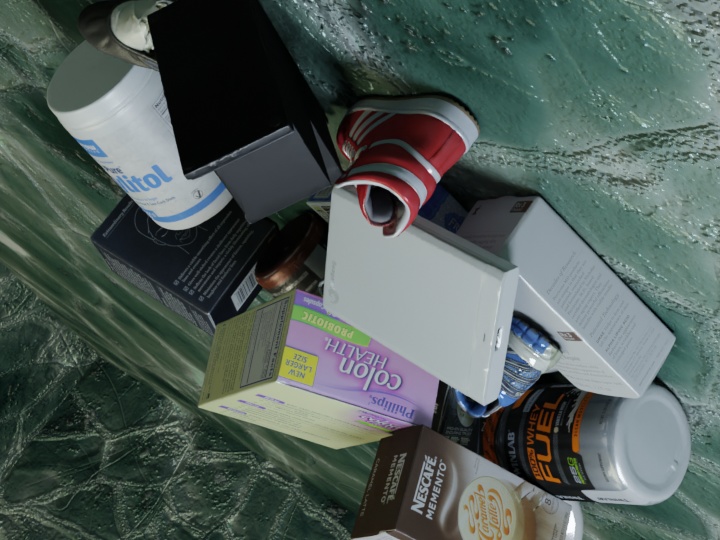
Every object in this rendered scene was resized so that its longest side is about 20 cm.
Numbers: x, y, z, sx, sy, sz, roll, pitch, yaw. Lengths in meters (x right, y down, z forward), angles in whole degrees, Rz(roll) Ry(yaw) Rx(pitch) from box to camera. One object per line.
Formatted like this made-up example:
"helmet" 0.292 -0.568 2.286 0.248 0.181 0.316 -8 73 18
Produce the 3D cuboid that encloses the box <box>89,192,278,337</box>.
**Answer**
"box" -0.223 -0.029 1.675 0.199 0.149 0.107 32 163 17

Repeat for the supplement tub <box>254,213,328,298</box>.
"supplement tub" -0.022 0.032 1.514 0.200 0.107 0.107 42 163 -20

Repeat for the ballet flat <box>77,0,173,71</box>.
"ballet flat" -0.177 -0.220 1.219 0.199 0.068 0.068 25 153 3

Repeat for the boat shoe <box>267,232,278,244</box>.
"boat shoe" -0.042 0.023 1.615 0.203 0.075 0.075 51 173 -26

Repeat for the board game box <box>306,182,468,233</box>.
"board game box" 0.067 -0.021 1.294 0.199 0.043 0.200 44 162 -24

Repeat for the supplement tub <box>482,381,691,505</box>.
"supplement tub" 0.226 0.176 1.318 0.123 0.123 0.200 44 150 -25

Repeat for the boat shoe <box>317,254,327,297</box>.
"boat shoe" -0.004 -0.002 1.255 0.074 0.086 0.202 34 163 6

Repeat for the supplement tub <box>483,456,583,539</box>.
"supplement tub" 0.162 0.280 1.512 0.145 0.146 0.200 40 175 -14

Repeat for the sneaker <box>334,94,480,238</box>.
"sneaker" 0.011 -0.087 1.098 0.071 0.113 0.200 43 163 -21

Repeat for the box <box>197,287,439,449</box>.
"box" -0.044 0.107 1.321 0.175 0.097 0.200 20 159 -24

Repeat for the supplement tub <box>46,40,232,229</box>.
"supplement tub" -0.225 -0.150 1.375 0.132 0.132 0.200 19 157 45

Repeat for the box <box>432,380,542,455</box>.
"box" 0.108 0.150 1.463 0.199 0.087 0.163 12 -177 -40

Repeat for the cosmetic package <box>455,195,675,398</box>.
"cosmetic package" 0.177 0.024 1.145 0.200 0.074 0.102 41 163 -20

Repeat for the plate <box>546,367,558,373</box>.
"plate" 0.106 0.074 1.376 0.199 0.032 0.199 21 172 -12

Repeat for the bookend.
"bookend" -0.082 -0.109 1.089 0.200 0.092 0.199 56 -169 -50

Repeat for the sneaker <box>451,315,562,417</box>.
"sneaker" 0.110 0.092 1.202 0.077 0.085 0.200 39 167 -6

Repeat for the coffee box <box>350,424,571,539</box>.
"coffee box" 0.103 0.252 1.278 0.199 0.115 0.080 30 150 -22

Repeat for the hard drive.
"hard drive" 0.048 0.017 1.129 0.200 0.026 0.133 29 127 36
